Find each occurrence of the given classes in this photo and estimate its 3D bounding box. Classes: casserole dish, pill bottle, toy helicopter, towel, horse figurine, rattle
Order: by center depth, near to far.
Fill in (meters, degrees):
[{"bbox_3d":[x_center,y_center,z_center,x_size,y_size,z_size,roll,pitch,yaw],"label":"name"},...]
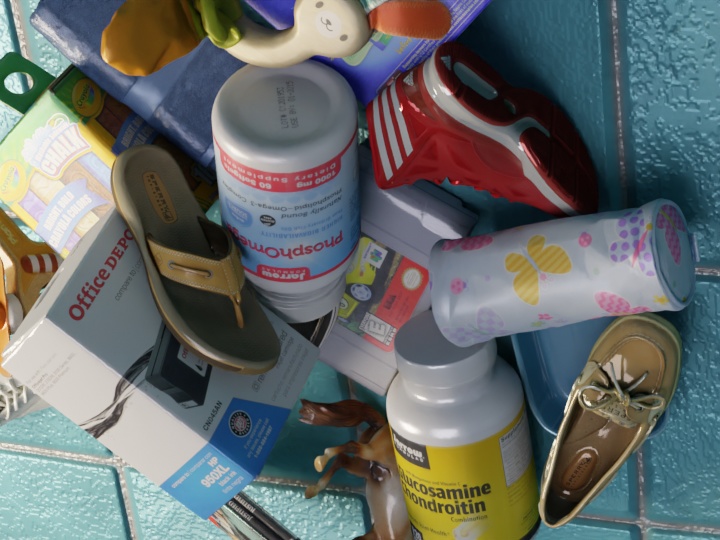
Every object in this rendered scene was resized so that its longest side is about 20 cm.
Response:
[{"bbox_3d":[-0.055,-0.177,1.444,0.199,0.143,0.131,22,112,19],"label":"rattle"},{"bbox_3d":[-0.053,-0.055,1.575,0.108,0.109,0.201,15,141,14],"label":"pill bottle"},{"bbox_3d":[-0.149,-0.172,1.610,0.200,0.049,0.112,39,89,-7],"label":"towel"},{"bbox_3d":[0.181,0.051,1.642,0.120,0.039,0.201,-3,120,25],"label":"casserole dish"},{"bbox_3d":[0.081,0.134,1.687,0.111,0.112,0.201,3,125,22],"label":"pill bottle"},{"bbox_3d":[-0.290,-0.001,1.759,0.200,0.132,0.079,50,138,-5],"label":"toy helicopter"},{"bbox_3d":[0.011,0.191,1.770,0.050,0.132,0.202,-3,107,44],"label":"horse figurine"}]

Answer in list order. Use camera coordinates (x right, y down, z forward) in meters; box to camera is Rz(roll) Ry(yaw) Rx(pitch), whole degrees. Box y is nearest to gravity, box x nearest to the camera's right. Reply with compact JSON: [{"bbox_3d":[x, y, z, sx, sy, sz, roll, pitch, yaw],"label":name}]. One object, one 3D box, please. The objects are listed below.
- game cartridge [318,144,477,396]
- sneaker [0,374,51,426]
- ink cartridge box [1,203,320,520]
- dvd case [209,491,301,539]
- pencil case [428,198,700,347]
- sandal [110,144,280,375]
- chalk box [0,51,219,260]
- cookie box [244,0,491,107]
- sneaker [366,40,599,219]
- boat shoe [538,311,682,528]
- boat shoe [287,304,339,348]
[{"bbox_3d":[0.000,0.000,1.692,0.133,0.041,0.201,31,128,8],"label":"game cartridge"},{"bbox_3d":[-0.314,0.111,1.879,0.199,0.071,0.073,-29,107,35],"label":"sneaker"},{"bbox_3d":[-0.149,0.065,1.577,0.200,0.145,0.084,38,135,-11],"label":"ink cartridge box"},{"bbox_3d":[-0.105,0.206,1.759,0.200,0.022,0.146,37,165,27],"label":"dvd case"},{"bbox_3d":[0.148,0.003,1.546,0.199,0.091,0.084,-11,76,30],"label":"pencil case"},{"bbox_3d":[-0.121,-0.013,1.550,0.054,0.080,0.201,-40,73,47],"label":"sandal"},{"bbox_3d":[-0.212,-0.100,1.664,0.200,0.125,0.124,44,128,-9],"label":"chalk box"},{"bbox_3d":[-0.002,-0.240,1.510,0.200,0.075,0.171,41,130,-6],"label":"cookie box"},{"bbox_3d":[0.082,-0.087,1.549,0.115,0.079,0.200,-25,130,34],"label":"sneaker"},{"bbox_3d":[0.192,0.118,1.616,0.073,0.063,0.201,24,127,8],"label":"boat shoe"},{"bbox_3d":[-0.084,0.078,1.702,0.070,0.066,0.200,34,121,-17],"label":"boat shoe"}]
